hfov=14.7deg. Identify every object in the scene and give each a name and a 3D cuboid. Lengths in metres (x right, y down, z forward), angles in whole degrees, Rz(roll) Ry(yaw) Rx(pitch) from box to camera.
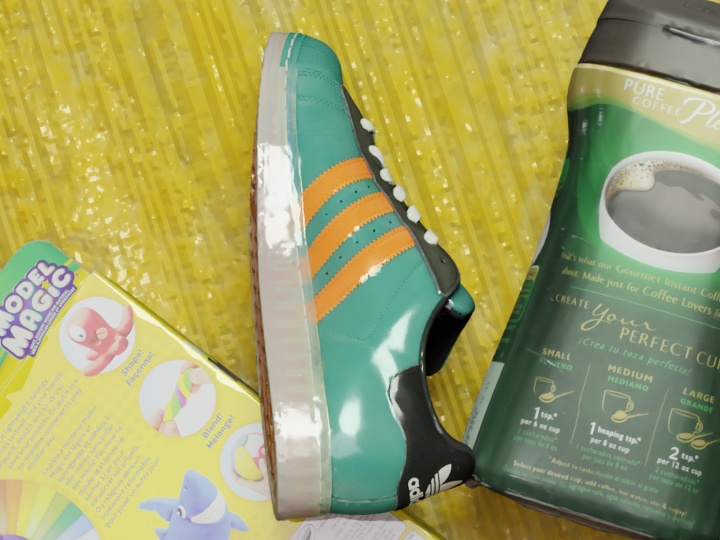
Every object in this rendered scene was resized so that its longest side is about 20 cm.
[{"bbox_3d":[-0.077,0.089,1.061,0.200,0.048,0.115,38,89,7],"label":"clay box"},{"bbox_3d":[0.111,-0.002,1.035,0.104,0.085,0.200,17,87,8],"label":"coffee jar"},{"bbox_3d":[0.000,0.000,1.038,0.080,0.071,0.200,-2,62,-6],"label":"sneaker"}]
